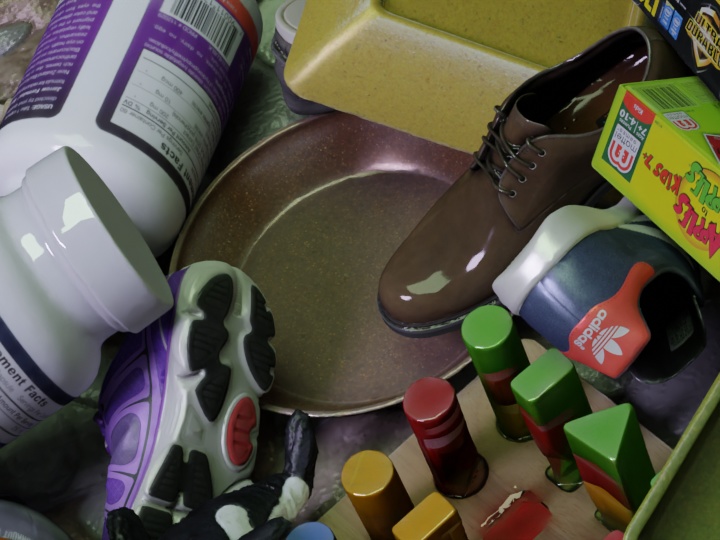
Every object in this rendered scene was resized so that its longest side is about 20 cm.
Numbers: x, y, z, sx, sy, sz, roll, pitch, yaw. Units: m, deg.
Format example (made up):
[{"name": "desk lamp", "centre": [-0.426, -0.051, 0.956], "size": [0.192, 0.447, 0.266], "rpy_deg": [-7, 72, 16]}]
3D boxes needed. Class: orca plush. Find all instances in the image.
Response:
[{"name": "orca plush", "centre": [-0.078, 0.120, 1.249], "size": [0.071, 0.105, 0.200], "rpy_deg": [39, 44, 0]}]

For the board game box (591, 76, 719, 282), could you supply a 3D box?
[{"name": "board game box", "centre": [0.220, -0.053, 1.299], "size": [0.200, 0.048, 0.102], "rpy_deg": [-10, 41, -36]}]

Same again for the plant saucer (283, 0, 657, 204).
[{"name": "plant saucer", "centre": [0.079, -0.151, 1.429], "size": [0.199, 0.048, 0.200], "rpy_deg": [18, 56, -4]}]

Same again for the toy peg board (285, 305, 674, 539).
[{"name": "toy peg board", "centre": [0.064, 0.127, 1.254], "size": [0.199, 0.098, 0.200], "rpy_deg": [-41, 52, -13]}]

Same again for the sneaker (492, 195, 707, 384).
[{"name": "sneaker", "centre": [0.137, 0.009, 1.296], "size": [0.085, 0.200, 0.075], "rpy_deg": [45, 119, 14]}]

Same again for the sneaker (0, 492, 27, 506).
[{"name": "sneaker", "centre": [-0.246, 0.088, 1.411], "size": [0.078, 0.070, 0.200], "rpy_deg": [-36, 58, -11]}]

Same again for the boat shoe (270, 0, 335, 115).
[{"name": "boat shoe", "centre": [0.038, -0.137, 1.481], "size": [0.200, 0.057, 0.067], "rpy_deg": [-20, 44, -26]}]

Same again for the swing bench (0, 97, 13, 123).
[{"name": "swing bench", "centre": [-0.316, -0.043, 1.473], "size": [0.198, 0.200, 0.130], "rpy_deg": [13, 101, 28]}]

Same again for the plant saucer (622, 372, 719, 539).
[{"name": "plant saucer", "centre": [0.215, 0.104, 1.192], "size": [0.200, 0.200, 0.048], "rpy_deg": [-55, 19, -23]}]

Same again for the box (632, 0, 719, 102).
[{"name": "box", "centre": [0.236, -0.130, 1.337], "size": [0.199, 0.049, 0.160], "rpy_deg": [3, 33, -23]}]

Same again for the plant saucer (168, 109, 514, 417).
[{"name": "plant saucer", "centre": [0.000, 0.000, 1.411], "size": [0.200, 0.037, 0.201], "rpy_deg": [-9, 53, 12]}]

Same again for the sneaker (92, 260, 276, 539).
[{"name": "sneaker", "centre": [-0.096, 0.095, 1.344], "size": [0.083, 0.081, 0.201], "rpy_deg": [-7, 64, 45]}]

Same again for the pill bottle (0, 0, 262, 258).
[{"name": "pill bottle", "centre": [-0.134, -0.073, 1.463], "size": [0.111, 0.112, 0.200], "rpy_deg": [7, 57, 23]}]

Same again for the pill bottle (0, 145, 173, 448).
[{"name": "pill bottle", "centre": [-0.197, 0.033, 1.310], "size": [0.200, 0.116, 0.116], "rpy_deg": [-34, 51, 3]}]

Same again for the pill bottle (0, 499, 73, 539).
[{"name": "pill bottle", "centre": [-0.174, 0.156, 1.238], "size": [0.106, 0.200, 0.107], "rpy_deg": [1, 86, -12]}]

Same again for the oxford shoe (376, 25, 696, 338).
[{"name": "oxford shoe", "centre": [0.076, -0.049, 1.334], "size": [0.200, 0.084, 0.073], "rpy_deg": [-44, 52, 5]}]
